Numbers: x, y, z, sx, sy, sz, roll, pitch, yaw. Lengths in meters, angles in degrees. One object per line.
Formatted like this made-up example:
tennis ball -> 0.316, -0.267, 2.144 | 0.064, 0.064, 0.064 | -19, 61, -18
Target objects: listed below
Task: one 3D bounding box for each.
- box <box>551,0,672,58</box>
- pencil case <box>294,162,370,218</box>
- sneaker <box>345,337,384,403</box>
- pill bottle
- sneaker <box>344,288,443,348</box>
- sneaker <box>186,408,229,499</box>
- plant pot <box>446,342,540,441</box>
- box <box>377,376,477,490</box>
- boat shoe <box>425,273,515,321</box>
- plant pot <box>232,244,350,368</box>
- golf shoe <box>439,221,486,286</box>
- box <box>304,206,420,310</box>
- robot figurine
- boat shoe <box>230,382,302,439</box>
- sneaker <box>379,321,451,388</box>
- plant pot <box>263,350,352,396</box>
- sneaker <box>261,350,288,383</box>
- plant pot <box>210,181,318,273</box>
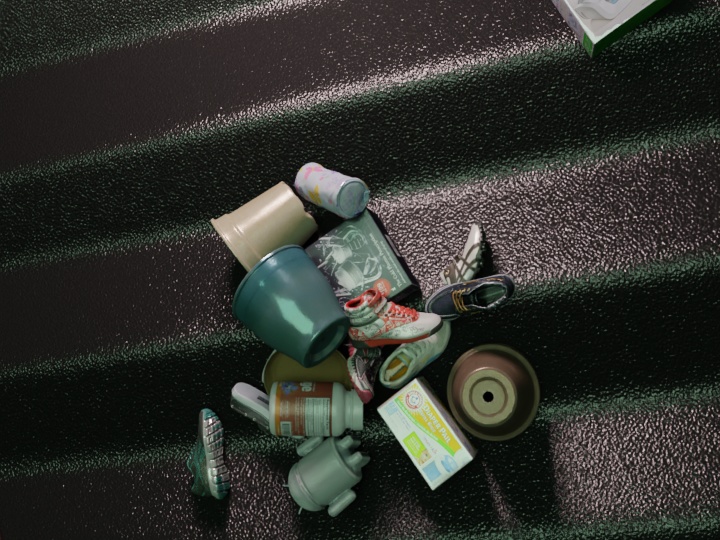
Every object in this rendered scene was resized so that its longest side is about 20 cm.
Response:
box -> 0.519, -0.583, 1.538 | 0.198, 0.097, 0.178 | -33, 80, 11
pencil case -> -0.063, -0.178, 1.612 | 0.090, 0.199, 0.084 | -28, 121, -25
sneaker -> 0.014, 0.195, 1.556 | 0.073, 0.201, 0.082 | -17, 120, 10
pill bottle -> -0.091, 0.294, 1.574 | 0.195, 0.112, 0.115 | 1, 85, 0
sneaker -> 0.064, 0.090, 1.511 | 0.197, 0.067, 0.110 | -11, 112, 11
sneaker -> -0.360, 0.421, 1.690 | 0.089, 0.077, 0.204 | -10, 81, 17
plant pot -> 0.263, 0.246, 1.490 | 0.196, 0.174, 0.205 | -2, 83, 14
box -> 0.141, 0.335, 1.551 | 0.112, 0.101, 0.201 | -39, 77, 8
boat shoe -> 0.213, 0.056, 1.497 | 0.197, 0.091, 0.072 | -21, 89, 22
plant pot -> -0.127, 0.086, 1.501 | 0.188, 0.200, 0.201 | 43, 96, 23
golf shoe -> 0.216, -0.008, 1.575 | 0.093, 0.078, 0.204 | 10, 86, 15
box -> 0.000, 0.000, 1.616 | 0.181, 0.104, 0.202 | -34, 78, 11
robot figurine -> -0.075, 0.437, 1.592 | 0.199, 0.113, 0.171 | -37, 62, 9
boat shoe -> -0.211, 0.331, 1.665 | 0.197, 0.070, 0.067 | 28, 115, 9
sneaker -> 0.119, 0.176, 1.582 | 0.076, 0.081, 0.201 | 42, 95, 16
plant pot -> -0.114, 0.234, 1.622 | 0.195, 0.028, 0.204 | 0, 115, 1
sneaker -> -0.129, 0.199, 1.648 | 0.118, 0.074, 0.202 | 39, 96, 11
plant pot -> -0.200, -0.089, 1.646 | 0.183, 0.201, 0.201 | -38, 77, -4
